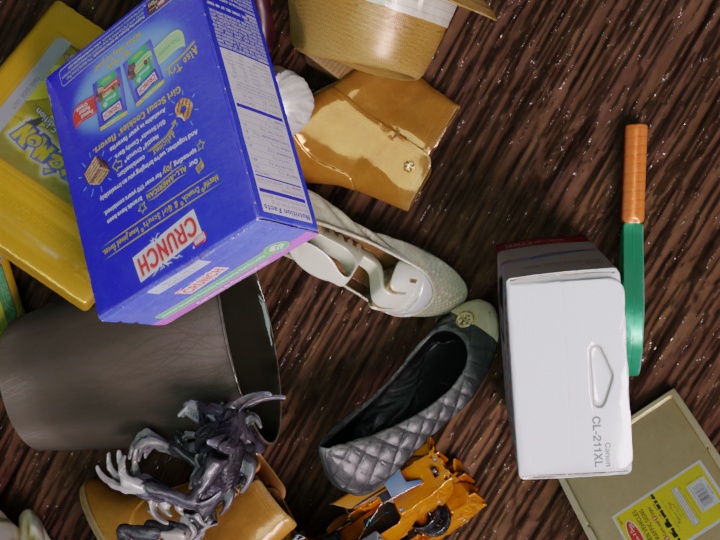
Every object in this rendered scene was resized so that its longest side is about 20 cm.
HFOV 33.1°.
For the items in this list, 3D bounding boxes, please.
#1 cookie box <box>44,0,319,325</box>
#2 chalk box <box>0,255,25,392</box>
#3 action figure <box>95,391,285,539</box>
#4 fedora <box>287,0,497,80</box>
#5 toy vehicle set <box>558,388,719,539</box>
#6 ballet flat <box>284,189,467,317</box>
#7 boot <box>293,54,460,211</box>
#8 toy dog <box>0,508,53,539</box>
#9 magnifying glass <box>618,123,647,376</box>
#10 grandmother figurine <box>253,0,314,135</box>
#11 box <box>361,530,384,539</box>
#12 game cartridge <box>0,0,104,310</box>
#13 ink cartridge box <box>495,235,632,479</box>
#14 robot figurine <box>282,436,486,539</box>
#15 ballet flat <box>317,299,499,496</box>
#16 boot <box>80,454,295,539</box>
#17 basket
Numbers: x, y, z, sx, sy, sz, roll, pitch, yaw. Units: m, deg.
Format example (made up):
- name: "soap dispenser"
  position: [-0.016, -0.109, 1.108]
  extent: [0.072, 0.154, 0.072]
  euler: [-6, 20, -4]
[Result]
- name: "cookie box"
  position: [-0.134, -0.085, 0.881]
  extent: [0.170, 0.075, 0.202]
  euler: [-28, 69, 32]
- name: "chalk box"
  position: [-0.368, 0.016, 0.996]
  extent: [0.122, 0.124, 0.202]
  euler: [-14, 98, 17]
- name: "action figure"
  position: [-0.140, 0.158, 0.888]
  extent: [0.101, 0.119, 0.201]
  euler: [31, 89, 9]
- name: "fedora"
  position: [0.002, -0.192, 0.910]
  extent: [0.198, 0.201, 0.083]
  euler: [19, 100, 2]
- name: "toy vehicle set"
  position: [0.243, 0.199, 0.949]
  extent: [0.124, 0.201, 0.027]
  euler: [-34, 130, 10]
- name: "ballet flat"
  position: [0.000, 0.000, 0.972]
  extent: [0.198, 0.063, 0.068]
  euler: [27, 126, -19]
- name: "boot"
  position: [-0.022, -0.086, 0.984]
  extent: [0.143, 0.071, 0.202]
  euler: [36, 93, 6]
- name: "toy dog"
  position: [-0.318, 0.255, 1.005]
  extent: [0.139, 0.194, 0.201]
  euler: [-37, 87, -4]
- name: "magnifying glass"
  position: [0.220, -0.016, 0.981]
  extent: [0.022, 0.080, 0.203]
  euler: [0, 87, 8]
- name: "grandmother figurine"
  position: [-0.103, -0.188, 0.948]
  extent: [0.201, 0.060, 0.122]
  euler: [54, 142, 16]
- name: "box"
  position: [0.027, 0.317, 0.949]
  extent: [0.116, 0.060, 0.201]
  euler: [-34, 108, 10]
- name: "game cartridge"
  position: [-0.233, -0.096, 0.976]
  extent: [0.175, 0.032, 0.201]
  euler: [33, 68, 0]
- name: "ink cartridge box"
  position: [0.150, 0.059, 0.926]
  extent: [0.082, 0.200, 0.148]
  euler: [-4, 97, 5]
- name: "robot figurine"
  position: [0.002, 0.222, 1.006]
  extent: [0.199, 0.145, 0.059]
  euler: [-33, 57, 7]
- name: "ballet flat"
  position: [0.045, 0.095, 0.966]
  extent: [0.200, 0.066, 0.057]
  euler: [-48, 134, -20]
- name: "boot"
  position: [-0.141, 0.196, 1.003]
  extent: [0.144, 0.201, 0.071]
  euler: [-43, 131, -8]
- name: "basket"
  position: [-0.182, 0.071, 0.995]
  extent: [0.198, 0.136, 0.183]
  euler: [-12, 88, 10]
